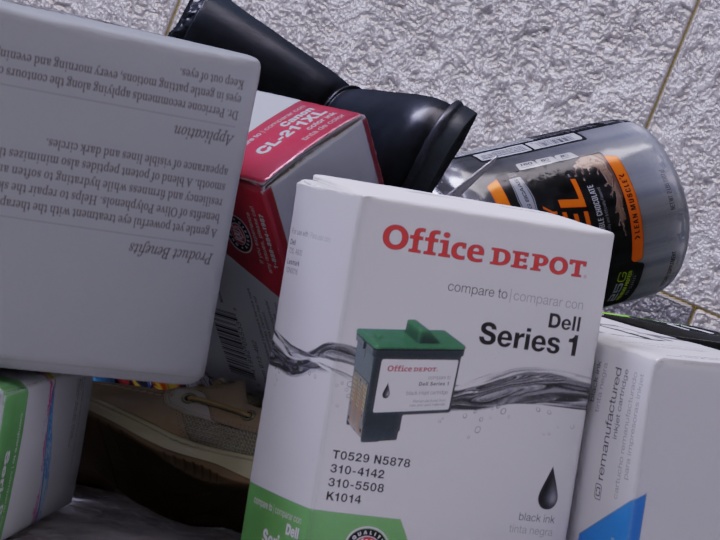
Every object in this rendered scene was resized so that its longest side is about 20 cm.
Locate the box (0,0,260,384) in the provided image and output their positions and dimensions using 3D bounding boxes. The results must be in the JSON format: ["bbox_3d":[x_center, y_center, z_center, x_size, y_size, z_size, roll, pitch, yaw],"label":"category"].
[{"bbox_3d":[-0.194,-0.048,1.344,0.199,0.172,0.198,13,3,44],"label":"box"}]

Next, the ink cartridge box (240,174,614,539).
[{"bbox_3d":[0.032,0.063,1.334,0.145,0.201,0.084,7,3,-25],"label":"ink cartridge box"}]

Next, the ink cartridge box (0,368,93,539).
[{"bbox_3d":[-0.227,0.077,1.348,0.144,0.088,0.200,10,5,6],"label":"ink cartridge box"}]

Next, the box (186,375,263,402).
[{"bbox_3d":[0.009,0.050,1.543,0.199,0.060,0.117,-25,48,-17],"label":"box"}]

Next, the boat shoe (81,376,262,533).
[{"bbox_3d":[-0.075,0.094,1.441,0.199,0.065,0.072,16,-37,32],"label":"boat shoe"}]

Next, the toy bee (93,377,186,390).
[{"bbox_3d":[-0.137,0.066,1.639,0.109,0.131,0.200,43,-10,8],"label":"toy bee"}]

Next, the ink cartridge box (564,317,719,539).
[{"bbox_3d":[0.125,0.104,1.398,0.084,0.147,0.200,6,4,-26],"label":"ink cartridge box"}]

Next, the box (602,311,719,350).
[{"bbox_3d":[0.183,0.095,1.892,0.199,0.125,0.148,9,3,-29],"label":"box"}]

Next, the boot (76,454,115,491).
[{"bbox_3d":[-0.224,0.075,1.571,0.199,0.065,0.186,6,17,-9],"label":"boot"}]

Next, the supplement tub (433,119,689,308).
[{"bbox_3d":[0.105,-0.024,1.769,0.199,0.123,0.122,-14,15,-28],"label":"supplement tub"}]

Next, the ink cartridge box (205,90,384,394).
[{"bbox_3d":[-0.077,-0.022,1.467,0.199,0.146,0.083,16,43,42],"label":"ink cartridge box"}]

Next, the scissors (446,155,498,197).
[{"bbox_3d":[0.000,0.000,1.586,0.073,0.200,0.014,25,21,-46],"label":"scissors"}]

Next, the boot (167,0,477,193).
[{"bbox_3d":[-0.032,-0.090,1.489,0.168,0.077,0.200,32,-9,-4],"label":"boot"}]
